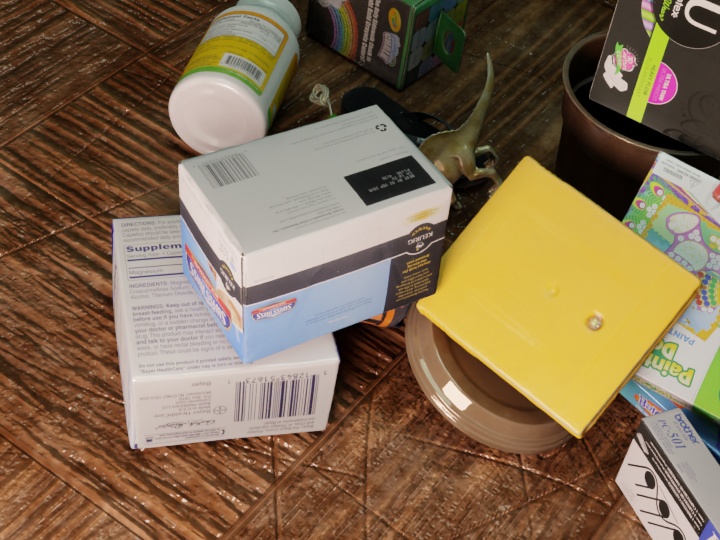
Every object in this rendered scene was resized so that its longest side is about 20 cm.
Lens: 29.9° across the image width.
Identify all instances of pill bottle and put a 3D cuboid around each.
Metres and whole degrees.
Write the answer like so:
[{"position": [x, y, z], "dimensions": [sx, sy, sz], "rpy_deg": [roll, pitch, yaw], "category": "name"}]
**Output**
[{"position": [-0.131, -0.226, 1.507], "dimensions": [0.111, 0.111, 0.200], "rpy_deg": [14, 45, 5], "category": "pill bottle"}]

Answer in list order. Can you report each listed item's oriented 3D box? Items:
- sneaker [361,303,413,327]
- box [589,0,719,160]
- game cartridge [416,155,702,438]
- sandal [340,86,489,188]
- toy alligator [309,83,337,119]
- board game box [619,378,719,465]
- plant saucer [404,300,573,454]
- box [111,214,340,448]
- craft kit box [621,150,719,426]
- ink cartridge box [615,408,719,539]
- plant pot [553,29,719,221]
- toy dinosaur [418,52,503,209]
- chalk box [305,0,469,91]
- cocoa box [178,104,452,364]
[{"position": [0.000, 0.000, 1.345], "dimensions": [0.112, 0.078, 0.200], "rpy_deg": [18, 29, -21], "category": "sneaker"}, {"position": [0.322, -0.235, 1.250], "dimensions": [0.148, 0.200, 0.124], "rpy_deg": [28, 47, 18], "category": "box"}, {"position": [0.173, 0.021, 1.209], "dimensions": [0.200, 0.032, 0.176], "rpy_deg": [39, 86, 20], "category": "game cartridge"}, {"position": [0.059, -0.154, 1.516], "dimensions": [0.200, 0.043, 0.076], "rpy_deg": [32, 49, 21], "category": "sandal"}, {"position": [-0.009, -0.131, 1.480], "dimensions": [0.054, 0.059, 0.200], "rpy_deg": [33, 26, -41], "category": "toy alligator"}, {"position": [0.335, 0.096, 1.268], "dimensions": [0.200, 0.045, 0.152], "rpy_deg": [42, 68, 16], "category": "board game box"}, {"position": [0.137, 0.078, 1.271], "dimensions": [0.199, 0.029, 0.201], "rpy_deg": [15, 51, -19], "category": "plant saucer"}, {"position": [-0.131, 0.049, 1.243], "dimensions": [0.183, 0.105, 0.200], "rpy_deg": [-4, 47, -13], "category": "box"}, {"position": [0.313, 0.023, 1.226], "dimensions": [0.200, 0.049, 0.198], "rpy_deg": [28, 85, 11], "category": "craft kit box"}, {"position": [0.295, 0.224, 1.149], "dimensions": [0.044, 0.094, 0.200], "rpy_deg": [-12, 49, -20], "category": "ink cartridge box"}, {"position": [0.286, -0.113, 1.405], "dimensions": [0.199, 0.199, 0.201], "rpy_deg": [5, 46, -5], "category": "plant pot"}, {"position": [0.107, -0.120, 1.423], "dimensions": [0.101, 0.200, 0.058], "rpy_deg": [32, 13, -33], "category": "toy dinosaur"}, {"position": [0.051, -0.311, 1.614], "dimensions": [0.200, 0.125, 0.124], "rpy_deg": [34, 50, 21], "category": "chalk box"}, {"position": [-0.042, -0.033, 1.168], "dimensions": [0.199, 0.132, 0.133], "rpy_deg": [-19, 49, -23], "category": "cocoa box"}]
